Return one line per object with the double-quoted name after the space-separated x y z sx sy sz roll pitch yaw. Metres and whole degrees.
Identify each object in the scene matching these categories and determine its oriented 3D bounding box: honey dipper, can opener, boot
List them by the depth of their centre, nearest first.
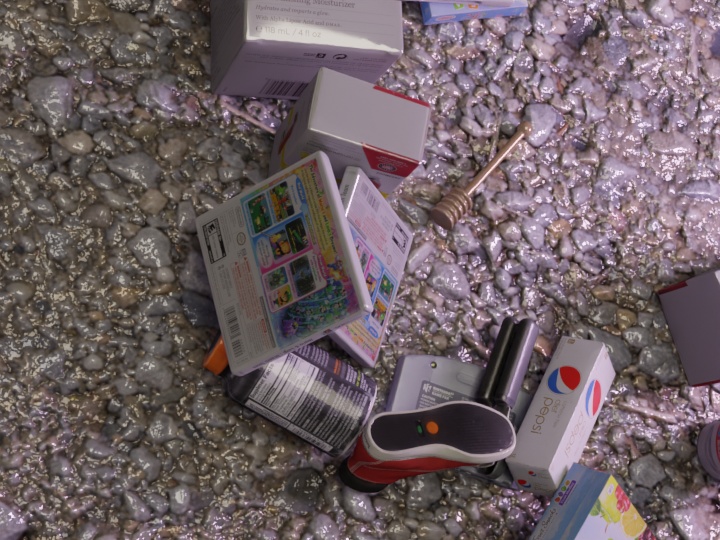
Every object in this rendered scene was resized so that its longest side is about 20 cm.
0.078 0.221 1.538 0.197 0.145 0.073 1 58 -20 "boot"
0.181 0.160 1.603 0.067 0.053 0.202 39 65 -42 "can opener"
0.168 -0.132 1.694 0.038 0.038 0.200 46 68 -5 "honey dipper"

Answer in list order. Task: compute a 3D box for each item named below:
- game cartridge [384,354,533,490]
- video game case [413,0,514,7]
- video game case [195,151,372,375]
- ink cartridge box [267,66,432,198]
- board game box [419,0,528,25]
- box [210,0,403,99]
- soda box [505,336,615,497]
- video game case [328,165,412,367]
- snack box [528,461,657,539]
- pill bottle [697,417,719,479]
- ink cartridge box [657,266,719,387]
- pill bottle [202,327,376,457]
0.127 0.185 1.615 0.198 0.041 0.135 21 76 -14 "game cartridge"
0.116 -0.457 1.711 0.179 0.023 0.203 0 79 -18 "video game case"
-0.091 -0.008 1.440 0.180 0.024 0.202 -26 64 20 "video game case"
-0.018 -0.149 1.543 0.143 0.200 0.085 15 70 -14 "ink cartridge box"
0.137 -0.444 1.747 0.149 0.037 0.203 -10 83 -20 "board game box"
-0.071 -0.300 1.560 0.196 0.200 0.133 1 79 -18 "box"
0.255 0.183 1.610 0.201 0.063 0.068 -60 140 -31 "soda box"
0.000 0.000 1.541 0.023 0.200 0.184 10 72 25 "video game case"
0.284 0.365 1.568 0.169 0.067 0.201 -54 127 -21 "snack box"
0.525 0.226 1.651 0.107 0.200 0.111 4 77 -17 "pill bottle"
0.538 0.053 1.721 0.198 0.145 0.147 -17 84 -22 "ink cartridge box"
-0.087 0.130 1.516 0.198 0.106 0.107 31 71 -9 "pill bottle"
